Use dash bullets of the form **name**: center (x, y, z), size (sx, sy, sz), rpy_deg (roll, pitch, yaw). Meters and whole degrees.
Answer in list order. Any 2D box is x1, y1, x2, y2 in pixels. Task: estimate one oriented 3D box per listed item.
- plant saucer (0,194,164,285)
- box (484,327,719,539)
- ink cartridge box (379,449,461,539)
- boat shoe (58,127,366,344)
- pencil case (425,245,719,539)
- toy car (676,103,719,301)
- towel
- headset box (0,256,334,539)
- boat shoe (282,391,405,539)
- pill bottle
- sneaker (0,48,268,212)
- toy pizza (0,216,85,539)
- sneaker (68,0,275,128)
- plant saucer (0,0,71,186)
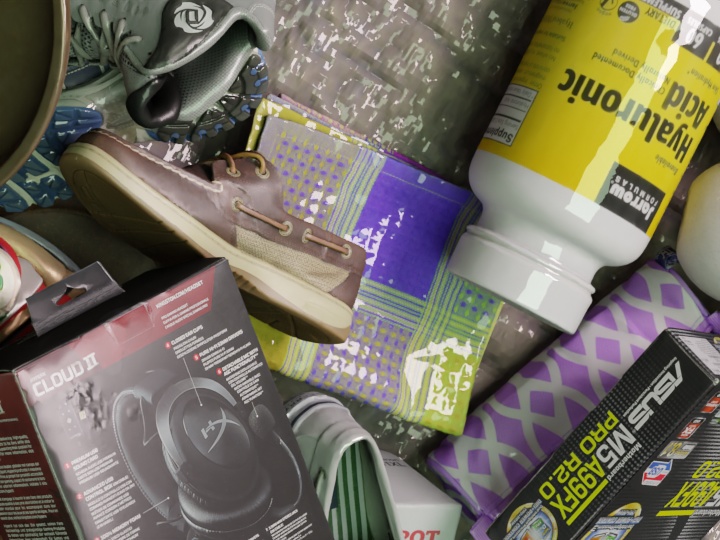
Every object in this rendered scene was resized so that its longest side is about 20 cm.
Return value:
- **plant saucer**: center (-0.174, 0.047, 1.514), size (0.199, 0.034, 0.202), rpy_deg (-6, 110, -18)
- **box**: center (0.177, 0.109, 1.574), size (0.160, 0.044, 0.200), rpy_deg (-50, 155, 16)
- **ink cartridge box**: center (-0.040, 0.209, 1.571), size (0.145, 0.083, 0.201), rpy_deg (4, 106, -34)
- **boat shoe**: center (-0.072, -0.032, 1.456), size (0.200, 0.072, 0.072), rpy_deg (32, 73, -31)
- **pencil case**: center (0.133, 0.082, 1.608), size (0.200, 0.085, 0.084), rpy_deg (-42, 121, -2)
- **toy car**: center (0.278, -0.040, 1.588), size (0.174, 0.150, 0.201), rpy_deg (14, 72, 6)
- **towel**: center (0.000, 0.000, 1.547), size (0.199, 0.023, 0.144), rpy_deg (24, 84, -28)
- **headset box**: center (-0.113, 0.096, 1.395), size (0.149, 0.077, 0.201), rpy_deg (-30, 103, -39)
- **boat shoe**: center (-0.009, 0.165, 1.481), size (0.073, 0.067, 0.201), rpy_deg (-27, 119, -23)
- **pill bottle**: center (0.128, -0.071, 1.531), size (0.111, 0.111, 0.201), rpy_deg (27, 90, -25)
- **sneaker**: center (-0.151, -0.096, 1.457), size (0.199, 0.085, 0.077), rpy_deg (-16, 140, -3)
- **toy pizza**: center (-0.208, 0.059, 1.412), size (0.199, 0.032, 0.201), rpy_deg (8, 69, -22)
- **sneaker**: center (-0.135, -0.118, 1.375), size (0.199, 0.116, 0.075), rpy_deg (-12, 145, 9)
- **plant saucer**: center (-0.222, -0.128, 1.377), size (0.029, 0.199, 0.201), rpy_deg (-14, 118, -58)
